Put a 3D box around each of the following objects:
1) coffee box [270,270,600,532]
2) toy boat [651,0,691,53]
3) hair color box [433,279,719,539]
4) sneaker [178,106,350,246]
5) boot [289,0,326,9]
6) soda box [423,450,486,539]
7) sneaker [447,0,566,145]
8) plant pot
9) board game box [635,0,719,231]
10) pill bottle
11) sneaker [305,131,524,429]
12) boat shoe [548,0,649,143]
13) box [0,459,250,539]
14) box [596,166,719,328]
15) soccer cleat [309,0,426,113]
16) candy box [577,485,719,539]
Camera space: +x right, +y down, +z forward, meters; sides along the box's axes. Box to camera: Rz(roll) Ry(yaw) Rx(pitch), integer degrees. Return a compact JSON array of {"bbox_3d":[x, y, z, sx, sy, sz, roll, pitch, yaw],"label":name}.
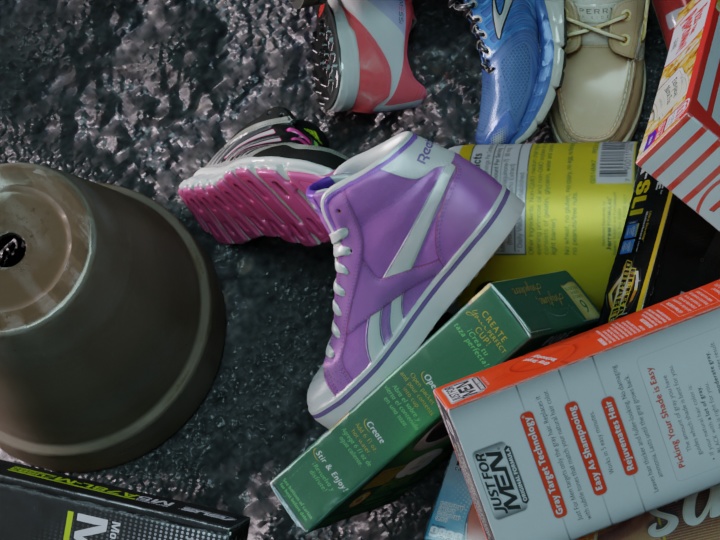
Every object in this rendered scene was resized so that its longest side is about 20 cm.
[{"bbox_3d":[0.048,0.079,1.316,0.200,0.123,0.044,-44,74,25],"label":"coffee box"},{"bbox_3d":[0.271,-0.158,1.388,0.130,0.131,0.200,-14,72,-3],"label":"toy boat"},{"bbox_3d":[0.153,0.082,1.214,0.200,0.061,0.102,-20,101,-4],"label":"hair color box"},{"bbox_3d":[-0.047,-0.068,1.416,0.074,0.200,0.087,47,68,-19],"label":"sneaker"},{"bbox_3d":[0.027,-0.269,1.472,0.200,0.073,0.182,-16,84,-17],"label":"boot"},{"bbox_3d":[0.144,0.174,1.331,0.200,0.068,0.064,13,67,15],"label":"soda box"},{"bbox_3d":[0.089,-0.178,1.434,0.089,0.079,0.200,2,97,-15],"label":"sneaker"},{"bbox_3d":[-0.204,0.016,1.403,0.200,0.174,0.200,-3,71,10],"label":"plant pot"},{"bbox_3d":[0.243,-0.075,1.246,0.151,0.200,0.046,38,123,-9],"label":"board game box"},{"bbox_3d":[0.106,-0.026,1.389,0.200,0.114,0.114,-1,70,11],"label":"pill bottle"},{"bbox_3d":[0.000,0.000,1.323,0.114,0.073,0.201,33,112,-7],"label":"sneaker"},{"bbox_3d":[0.160,-0.174,1.456,0.074,0.069,0.200,1,70,11],"label":"boat shoe"},{"bbox_3d":[-0.178,0.233,1.348,0.193,0.048,0.200,12,98,17],"label":"box"},{"bbox_3d":[0.249,0.007,1.321,0.200,0.049,0.160,26,74,-26],"label":"box"},{"bbox_3d":[0.002,-0.197,1.507,0.073,0.068,0.200,5,60,-18],"label":"soccer cleat"},{"bbox_3d":[0.180,0.145,1.269,0.200,0.055,0.116,-4,61,6],"label":"candy box"}]
